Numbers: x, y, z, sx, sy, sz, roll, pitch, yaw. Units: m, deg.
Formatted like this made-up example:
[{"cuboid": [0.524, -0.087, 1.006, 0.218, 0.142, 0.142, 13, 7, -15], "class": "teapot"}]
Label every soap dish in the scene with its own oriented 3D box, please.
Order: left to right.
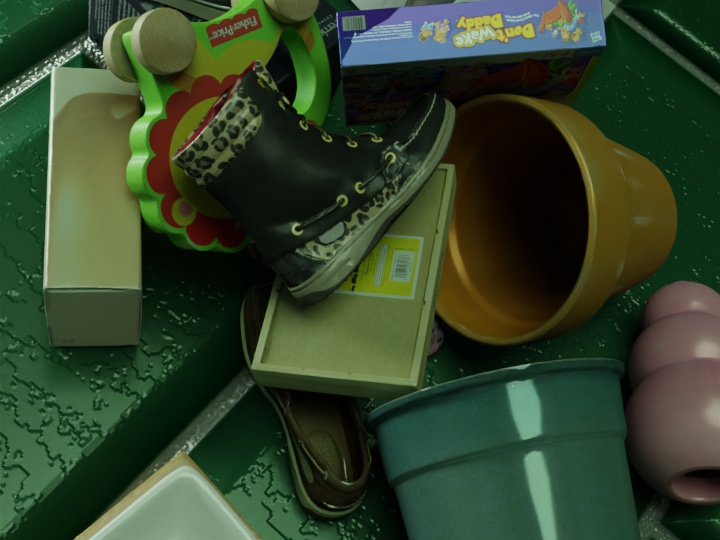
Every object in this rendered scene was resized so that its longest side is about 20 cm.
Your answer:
[{"cuboid": [-0.144, 0.245, 0.653, 0.157, 0.081, 0.200, 45, 59, 11], "class": "soap dish"}]

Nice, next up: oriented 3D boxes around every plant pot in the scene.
[{"cuboid": [0.116, 0.186, 0.711, 0.198, 0.200, 0.198, -5, 71, -19], "class": "plant pot"}, {"cuboid": [0.170, -0.044, 0.851, 0.182, 0.200, 0.201, -4, 61, -42], "class": "plant pot"}]

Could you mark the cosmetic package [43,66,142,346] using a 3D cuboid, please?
[{"cuboid": [-0.211, -0.050, 0.786, 0.070, 0.105, 0.202, 0, 63, -15], "class": "cosmetic package"}]

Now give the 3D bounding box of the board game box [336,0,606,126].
[{"cuboid": [0.083, -0.166, 0.796, 0.198, 0.135, 0.045, -5, 79, 0], "class": "board game box"}]

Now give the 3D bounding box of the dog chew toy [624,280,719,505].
[{"cuboid": [0.285, 0.094, 0.848, 0.123, 0.125, 0.201, 15, 51, -8], "class": "dog chew toy"}]

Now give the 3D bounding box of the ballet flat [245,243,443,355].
[{"cuboid": [-0.011, 0.002, 0.835, 0.199, 0.071, 0.069, 34, 57, 4], "class": "ballet flat"}]

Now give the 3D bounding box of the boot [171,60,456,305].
[{"cuboid": [-0.029, -0.094, 0.727, 0.150, 0.073, 0.200, 43, 72, -16], "class": "boot"}]

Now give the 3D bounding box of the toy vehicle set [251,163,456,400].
[{"cuboid": [0.000, 0.000, 0.764, 0.123, 0.027, 0.201, 5, 58, 12], "class": "toy vehicle set"}]

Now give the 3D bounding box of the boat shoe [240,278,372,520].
[{"cuboid": [-0.037, 0.088, 0.777, 0.074, 0.075, 0.204, -15, 67, -24], "class": "boat shoe"}]

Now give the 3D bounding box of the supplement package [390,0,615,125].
[{"cuboid": [0.134, -0.204, 0.965, 0.119, 0.121, 0.200, 38, 57, 6], "class": "supplement package"}]

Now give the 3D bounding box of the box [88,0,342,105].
[{"cuboid": [-0.128, -0.216, 0.903, 0.200, 0.105, 0.148, 42, 58, 9], "class": "box"}]

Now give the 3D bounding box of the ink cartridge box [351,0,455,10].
[{"cuboid": [0.029, -0.356, 1.041, 0.144, 0.084, 0.200, -35, 75, -29], "class": "ink cartridge box"}]

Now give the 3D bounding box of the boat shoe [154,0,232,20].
[{"cuboid": [-0.133, -0.261, 0.824, 0.198, 0.068, 0.072, 14, 59, -9], "class": "boat shoe"}]

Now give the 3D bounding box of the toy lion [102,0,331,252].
[{"cuboid": [-0.099, -0.119, 0.771, 0.199, 0.068, 0.193, -33, 113, -34], "class": "toy lion"}]
